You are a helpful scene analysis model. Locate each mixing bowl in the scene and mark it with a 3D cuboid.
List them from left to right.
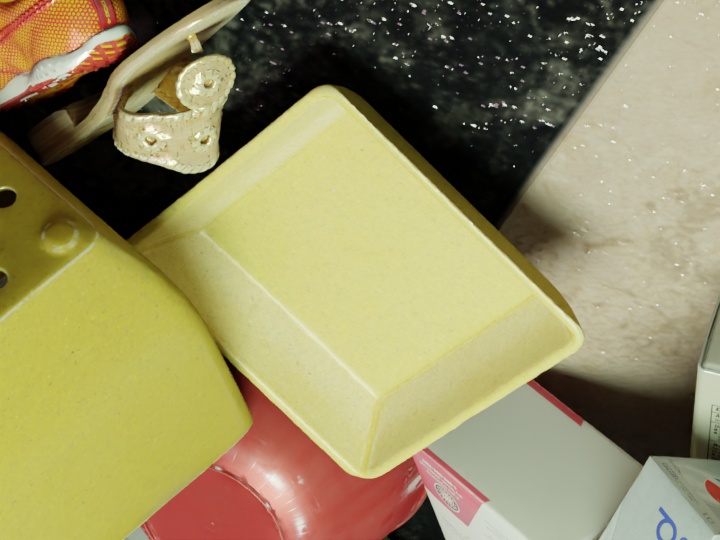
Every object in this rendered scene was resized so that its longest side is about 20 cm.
[{"bbox_3d":[-0.066,0.119,1.662,0.200,0.108,0.200,14,131,17],"label":"mixing bowl"}]

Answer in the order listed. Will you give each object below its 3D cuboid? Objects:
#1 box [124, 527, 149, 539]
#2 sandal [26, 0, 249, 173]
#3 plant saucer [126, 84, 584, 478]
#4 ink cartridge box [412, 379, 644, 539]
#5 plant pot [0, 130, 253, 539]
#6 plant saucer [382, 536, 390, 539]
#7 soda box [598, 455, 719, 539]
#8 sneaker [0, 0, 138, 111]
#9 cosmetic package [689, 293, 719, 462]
[{"bbox_3d":[-0.072,0.254,1.786,0.200,0.086,0.164,26,145,30],"label":"box"},{"bbox_3d":[-0.101,-0.082,1.474,0.212,0.078,0.070,-28,93,53],"label":"sandal"},{"bbox_3d":[0.000,0.000,1.534,0.200,0.048,0.200,44,133,-12],"label":"plant saucer"},{"bbox_3d":[0.120,0.170,1.646,0.146,0.083,0.200,38,159,40],"label":"ink cartridge box"},{"bbox_3d":[-0.200,0.036,1.515,0.194,0.195,0.200,40,158,27],"label":"plant pot"},{"bbox_3d":[0.002,0.245,1.831,0.200,0.048,0.200,49,142,5],"label":"plant saucer"},{"bbox_3d":[0.150,0.198,1.522,0.063,0.068,0.200,6,124,-39],"label":"soda box"},{"bbox_3d":[-0.185,-0.127,1.494,0.200,0.073,0.077,-20,91,50],"label":"sneaker"},{"bbox_3d":[0.239,0.097,1.554,0.105,0.071,0.200,13,143,11],"label":"cosmetic package"}]
